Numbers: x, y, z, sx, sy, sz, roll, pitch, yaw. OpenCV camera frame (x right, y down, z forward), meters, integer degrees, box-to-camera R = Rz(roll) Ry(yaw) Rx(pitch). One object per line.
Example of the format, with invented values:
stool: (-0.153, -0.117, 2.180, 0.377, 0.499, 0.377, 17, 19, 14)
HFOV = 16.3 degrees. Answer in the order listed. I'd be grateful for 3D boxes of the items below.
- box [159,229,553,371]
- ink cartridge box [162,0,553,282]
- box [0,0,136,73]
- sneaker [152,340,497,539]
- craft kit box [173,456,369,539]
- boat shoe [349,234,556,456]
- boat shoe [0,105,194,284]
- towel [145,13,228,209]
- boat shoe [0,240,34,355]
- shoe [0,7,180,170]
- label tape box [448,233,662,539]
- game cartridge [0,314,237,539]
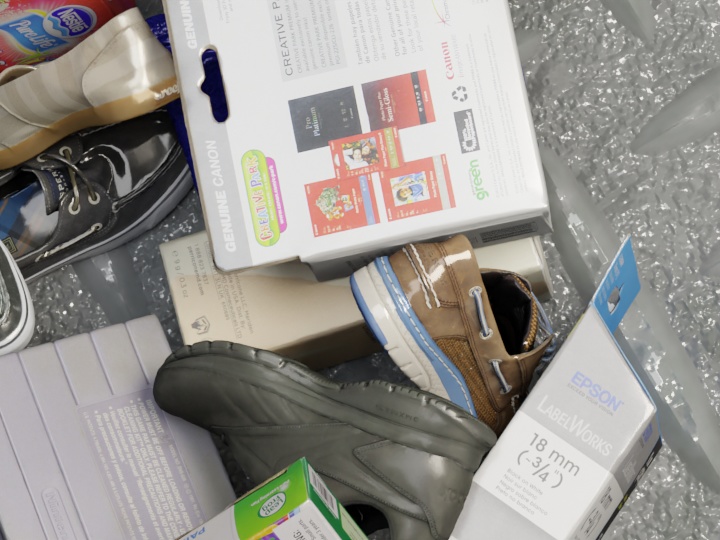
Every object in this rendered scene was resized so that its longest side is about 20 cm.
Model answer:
box: (0.000, 0.000, 1.380, 0.199, 0.095, 0.078, -17, 77, 6)
ink cartridge box: (-0.004, -0.104, 1.304, 0.174, 0.084, 0.201, -11, 82, 5)
box: (-0.195, -0.173, 1.388, 0.099, 0.200, 0.096, -18, 75, 5)
sneaker: (-0.031, 0.091, 1.268, 0.199, 0.076, 0.091, 13, 81, 36)
craft kit box: (-0.054, 0.218, 1.233, 0.197, 0.049, 0.200, -32, 117, 12)
boat shoe: (0.064, 0.040, 1.306, 0.072, 0.200, 0.073, -29, 64, 9)
boat shoe: (-0.178, -0.040, 1.427, 0.199, 0.066, 0.070, -28, 77, 2)
towel: (-0.010, -0.100, 1.392, 0.199, 0.050, 0.148, -17, 110, 6)
boat shoe: (-0.248, -0.037, 1.363, 0.073, 0.068, 0.200, -32, 83, -15)
shoe: (-0.165, -0.101, 1.390, 0.070, 0.199, 0.054, -37, 105, -36)
label tape box: (0.115, 0.094, 1.316, 0.063, 0.144, 0.201, 33, 85, 13)
game cartridge: (-0.128, 0.129, 1.315, 0.129, 0.038, 0.201, -13, 69, -27)
